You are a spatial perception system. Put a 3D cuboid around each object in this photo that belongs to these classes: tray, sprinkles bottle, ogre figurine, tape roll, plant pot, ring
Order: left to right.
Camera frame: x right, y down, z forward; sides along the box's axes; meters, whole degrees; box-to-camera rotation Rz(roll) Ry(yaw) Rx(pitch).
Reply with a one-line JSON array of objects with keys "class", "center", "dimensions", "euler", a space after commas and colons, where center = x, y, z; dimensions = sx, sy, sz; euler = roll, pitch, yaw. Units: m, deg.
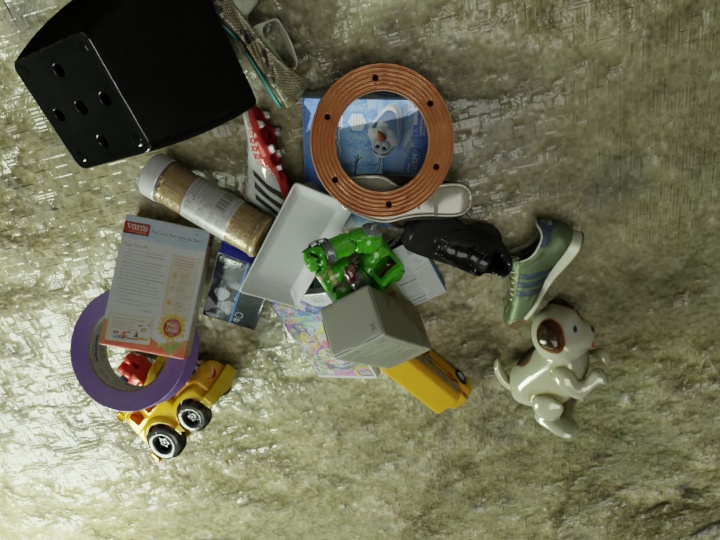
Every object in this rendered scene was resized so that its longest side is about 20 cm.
[{"class": "plant pot", "center": [-0.281, -0.238, 0.719], "dimensions": [0.196, 0.179, 0.203], "euler": [-5, 125, 29]}, {"class": "tape roll", "center": [-0.376, 0.129, 0.992], "dimensions": [0.195, 0.066, 0.205], "euler": [0, 86, 2]}, {"class": "sprinkles bottle", "center": [-0.228, -0.096, 0.877], "dimensions": [0.197, 0.068, 0.069], "euler": [30, 121, 2]}, {"class": "tray", "center": [-0.100, -0.037, 0.899], "dimensions": [0.106, 0.022, 0.202], "euler": [16, 118, -32]}, {"class": "ogre figurine", "center": [0.000, 0.000, 0.901], "dimensions": [0.119, 0.099, 0.201], "euler": [-32, 124, 3]}, {"class": "ring", "center": [0.029, -0.175, 0.807], "dimensions": [0.195, 0.019, 0.206], "euler": [0, 100, 0]}]

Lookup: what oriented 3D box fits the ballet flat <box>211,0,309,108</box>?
[{"class": "ballet flat", "center": [-0.141, -0.310, 0.776], "dimensions": [0.075, 0.068, 0.200], "euler": [-42, 111, 2]}]

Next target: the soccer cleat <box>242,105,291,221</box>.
[{"class": "soccer cleat", "center": [-0.146, -0.145, 0.877], "dimensions": [0.083, 0.069, 0.203], "euler": [-10, 126, 13]}]

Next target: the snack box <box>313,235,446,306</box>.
[{"class": "snack box", "center": [0.032, 0.024, 0.998], "dimensions": [0.197, 0.037, 0.117], "euler": [-25, 117, 16]}]

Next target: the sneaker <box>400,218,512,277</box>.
[{"class": "sneaker", "center": [0.154, -0.036, 0.899], "dimensions": [0.196, 0.091, 0.077], "euler": [6, 125, -26]}]

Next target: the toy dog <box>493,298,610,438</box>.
[{"class": "toy dog", "center": [0.340, 0.149, 1.032], "dimensions": [0.191, 0.139, 0.204], "euler": [25, 131, 29]}]

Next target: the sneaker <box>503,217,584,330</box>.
[{"class": "sneaker", "center": [0.270, 0.000, 0.967], "dimensions": [0.088, 0.068, 0.202], "euler": [25, 120, -6]}]

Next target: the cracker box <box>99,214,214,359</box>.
[{"class": "cracker box", "center": [-0.317, 0.026, 0.932], "dimensions": [0.131, 0.058, 0.205], "euler": [11, 86, -6]}]

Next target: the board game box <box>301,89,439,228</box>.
[{"class": "board game box", "center": [0.014, -0.161, 0.877], "dimensions": [0.194, 0.044, 0.204], "euler": [1, 123, 1]}]

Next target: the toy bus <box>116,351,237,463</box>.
[{"class": "toy bus", "center": [-0.353, 0.215, 1.086], "dimensions": [0.192, 0.136, 0.200], "euler": [44, 112, -7]}]

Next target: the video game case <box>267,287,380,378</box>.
[{"class": "video game case", "center": [-0.064, 0.114, 1.034], "dimensions": [0.141, 0.018, 0.202], "euler": [-5, 126, 37]}]

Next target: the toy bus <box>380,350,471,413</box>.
[{"class": "toy bus", "center": [0.120, 0.191, 1.079], "dimensions": [0.199, 0.079, 0.065], "euler": [40, 115, -22]}]

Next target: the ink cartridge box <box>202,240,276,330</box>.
[{"class": "ink cartridge box", "center": [-0.194, 0.013, 0.974], "dimensions": [0.097, 0.040, 0.202], "euler": [18, 132, -9]}]

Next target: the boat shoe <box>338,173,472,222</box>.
[{"class": "boat shoe", "center": [0.063, -0.104, 0.856], "dimensions": [0.195, 0.057, 0.069], "euler": [3, 100, 1]}]

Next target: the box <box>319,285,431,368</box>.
[{"class": "box", "center": [0.028, 0.094, 0.917], "dimensions": [0.094, 0.079, 0.199], "euler": [-26, 157, 17]}]
